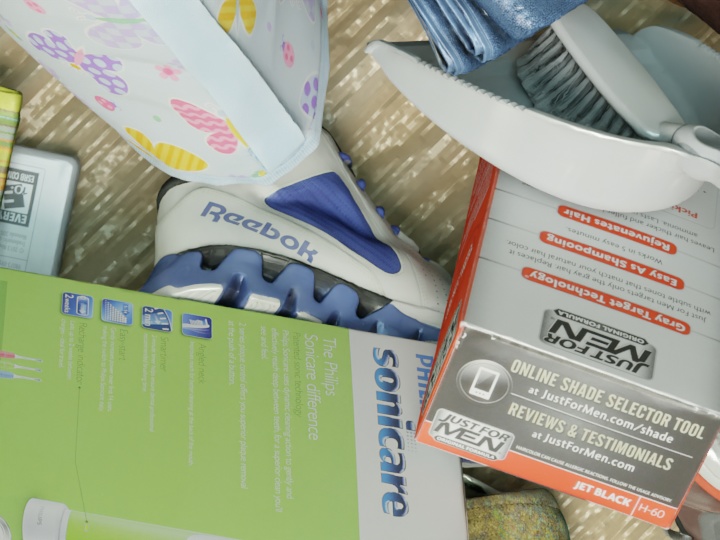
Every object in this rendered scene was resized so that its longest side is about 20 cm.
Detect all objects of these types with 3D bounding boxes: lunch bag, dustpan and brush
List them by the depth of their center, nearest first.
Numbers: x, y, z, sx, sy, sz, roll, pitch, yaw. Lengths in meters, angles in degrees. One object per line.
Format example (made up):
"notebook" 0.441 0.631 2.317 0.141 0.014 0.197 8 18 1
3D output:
"lunch bag" -0.094 -0.136 0.892 0.127 0.170 0.200 -39 54 1
"dustpan and brush" 0.107 -0.051 0.895 0.139 0.200 0.057 -6 133 -32

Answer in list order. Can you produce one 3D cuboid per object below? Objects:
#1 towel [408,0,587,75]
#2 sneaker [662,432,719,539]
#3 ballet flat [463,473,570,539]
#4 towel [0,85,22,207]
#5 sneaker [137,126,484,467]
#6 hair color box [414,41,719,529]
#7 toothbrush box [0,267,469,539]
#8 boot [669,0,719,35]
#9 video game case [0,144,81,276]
"towel" 0.019 -0.173 0.900 0.112 0.049 0.200 -35 85 -40
"sneaker" 0.179 0.105 1.003 0.200 0.082 0.077 42 50 -18
"ballet flat" -0.011 0.105 0.997 0.200 0.071 0.071 6 92 -1
"towel" -0.197 0.015 0.987 0.086 0.018 0.200 12 93 3
"sneaker" -0.001 0.000 0.973 0.199 0.081 0.115 17 47 -26
"hair color box" 0.088 0.000 0.925 0.101 0.200 0.061 20 125 -2
"toothbrush box" -0.068 0.089 0.868 0.200 0.146 0.086 9 135 -13
"boot" 0.168 -0.116 0.937 0.072 0.166 0.200 -40 93 0
"video game case" -0.231 0.022 1.005 0.200 0.024 0.182 12 92 -3
